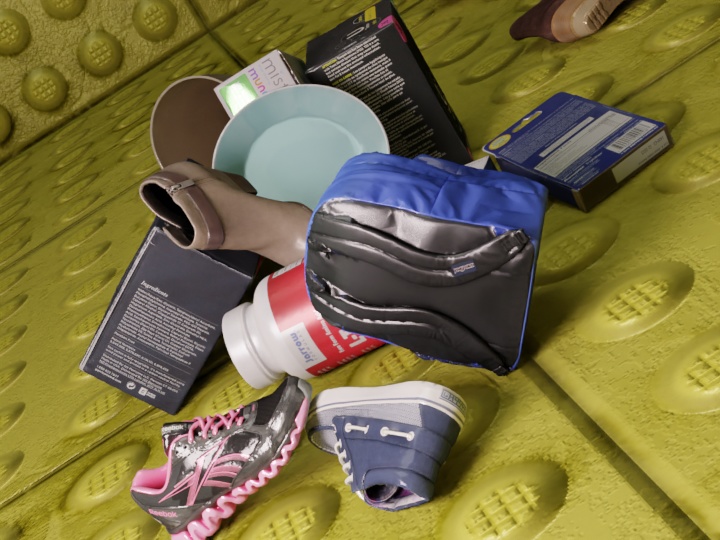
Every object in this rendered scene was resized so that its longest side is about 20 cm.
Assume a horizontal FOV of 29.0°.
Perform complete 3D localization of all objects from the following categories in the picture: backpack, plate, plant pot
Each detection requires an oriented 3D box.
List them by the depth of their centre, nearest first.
[{"bbox_3d":[0.056,-0.016,1.222,0.198,0.164,0.168,9,31,8],"label":"backpack"},{"bbox_3d":[-0.065,-0.117,1.541,0.198,0.026,0.202,-3,63,5],"label":"plate"},{"bbox_3d":[-0.194,-0.226,2.148,0.186,0.188,0.200,-20,9,28],"label":"plant pot"}]

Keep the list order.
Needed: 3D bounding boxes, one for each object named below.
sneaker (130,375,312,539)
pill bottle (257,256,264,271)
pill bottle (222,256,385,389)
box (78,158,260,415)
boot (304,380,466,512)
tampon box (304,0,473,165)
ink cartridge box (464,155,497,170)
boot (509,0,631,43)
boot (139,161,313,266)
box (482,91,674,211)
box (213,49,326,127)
[{"bbox_3d":[-0.125,0.154,1.205,0.200,0.095,0.079,-46,12,18],"label":"sneaker"},{"bbox_3d":[-0.159,-0.058,1.753,0.110,0.111,0.200,-22,23,25],"label":"pill bottle"},{"bbox_3d":[-0.032,0.038,1.376,0.199,0.113,0.112,-27,21,15],"label":"pill bottle"},{"bbox_3d":[-0.199,0.014,1.544,0.197,0.123,0.200,-60,9,25],"label":"box"},{"bbox_3d":[0.003,0.149,1.144,0.200,0.073,0.091,-21,39,55],"label":"boot"},{"bbox_3d":[0.034,-0.209,1.714,0.126,0.201,0.150,-28,21,10],"label":"tampon box"},{"bbox_3d":[0.059,-0.058,1.559,0.199,0.044,0.094,-21,21,27],"label":"ink cartridge box"},{"bbox_3d":[0.309,-0.383,1.894,0.200,0.073,0.166,-43,25,-19],"label":"boot"},{"bbox_3d":[-0.127,-0.043,1.419,0.146,0.199,0.071,-15,-45,-56],"label":"boot"},{"bbox_3d":[0.225,-0.131,1.476,0.121,0.033,0.200,-36,29,-10],"label":"box"},{"bbox_3d":[-0.070,-0.153,1.673,0.096,0.201,0.176,-30,1,9],"label":"box"}]
